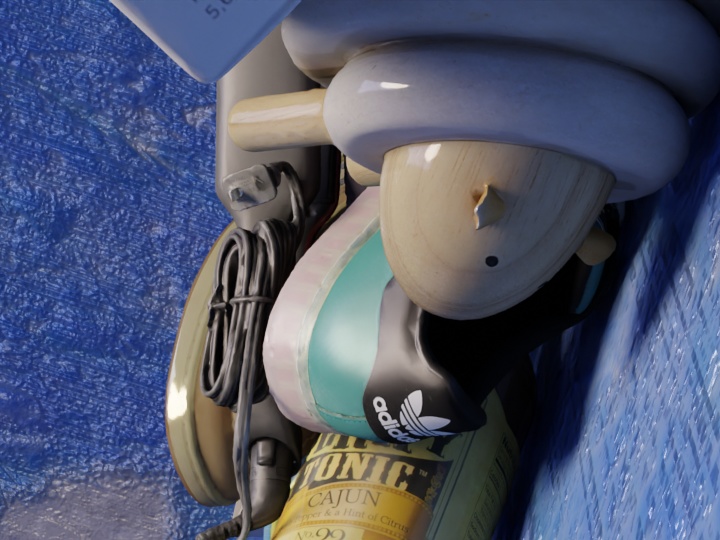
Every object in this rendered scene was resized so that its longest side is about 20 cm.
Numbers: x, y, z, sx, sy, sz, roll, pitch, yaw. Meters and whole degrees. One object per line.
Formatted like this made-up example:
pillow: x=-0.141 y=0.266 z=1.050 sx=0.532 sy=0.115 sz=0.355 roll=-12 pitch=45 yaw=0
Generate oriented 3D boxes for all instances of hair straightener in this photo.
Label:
hair straightener: x=-0.037 y=-0.009 z=0.816 sx=0.077 sy=0.041 sz=0.200 roll=44 pitch=-128 yaw=-69

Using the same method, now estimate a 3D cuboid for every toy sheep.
toy sheep: x=0.039 y=-0.086 z=0.705 sx=0.138 sy=0.138 sz=0.200 roll=128 pitch=148 yaw=-82

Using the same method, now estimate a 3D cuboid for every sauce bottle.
sauce bottle: x=0.017 y=0.057 z=0.831 sx=0.065 sy=0.065 sz=0.200 roll=112 pitch=180 yaw=-52

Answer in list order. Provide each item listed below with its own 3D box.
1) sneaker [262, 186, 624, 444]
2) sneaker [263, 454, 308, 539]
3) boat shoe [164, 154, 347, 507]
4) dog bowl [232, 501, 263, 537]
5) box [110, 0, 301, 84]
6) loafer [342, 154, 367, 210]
sneaker: x=0.055 y=-0.029 z=0.792 sx=0.080 sy=0.071 sz=0.200 roll=10 pitch=61 yaw=47
sneaker: x=0.012 y=0.045 z=0.956 sx=0.131 sy=0.080 sz=0.200 roll=114 pitch=164 yaw=-82
boat shoe: x=0.000 y=0.000 z=0.900 sx=0.200 sy=0.063 sz=0.073 roll=-59 pitch=-39 yaw=-35
dog bowl: x=0.009 y=0.029 z=1.144 sx=0.200 sy=0.074 sz=0.200 roll=-161 pitch=90 yaw=-86
box: x=-0.033 y=-0.179 z=0.658 sx=0.200 sy=0.131 sz=0.199 roll=-46 pitch=23 yaw=4
loafer: x=0.045 y=-0.082 z=0.889 sx=0.200 sy=0.072 sz=0.063 roll=-62 pitch=-36 yaw=-42
